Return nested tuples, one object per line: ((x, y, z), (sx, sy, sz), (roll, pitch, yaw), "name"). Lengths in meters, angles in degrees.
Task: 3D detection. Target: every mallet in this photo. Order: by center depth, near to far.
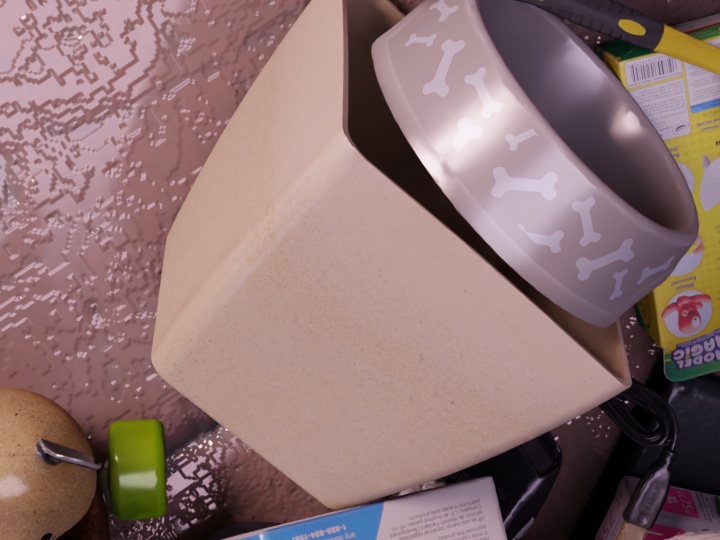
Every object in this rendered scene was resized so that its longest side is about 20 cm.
((0.165, -0.129, 1.125), (0.199, 0.041, 0.066), (25, 99, -27), "mallet")

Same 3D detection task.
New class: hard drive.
((0.239, 0.147, 1.306), (0.199, 0.033, 0.140), (20, 104, -19), "hard drive")

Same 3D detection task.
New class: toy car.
((-0.179, 0.125, 1.093), (0.163, 0.200, 0.159), (-3, 71, -5), "toy car")

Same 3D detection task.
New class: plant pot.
((0.000, 0.000, 1.117), (0.177, 0.200, 0.200), (-40, 115, 21), "plant pot")

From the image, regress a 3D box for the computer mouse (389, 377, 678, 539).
((0.097, 0.131, 1.233), (0.140, 0.046, 0.201), (31, 94, 19), "computer mouse")

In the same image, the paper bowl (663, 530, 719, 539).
((0.186, 0.243, 1.192), (0.199, 0.104, 0.203), (-6, 103, -28), "paper bowl")

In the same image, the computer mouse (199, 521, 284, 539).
((-0.101, 0.202, 1.236), (0.199, 0.053, 0.139), (-36, 130, 9), "computer mouse")

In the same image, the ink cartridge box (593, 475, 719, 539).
((0.226, 0.197, 1.279), (0.198, 0.042, 0.120), (12, 119, -17), "ink cartridge box")

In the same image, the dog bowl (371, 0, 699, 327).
((0.095, -0.067, 1.093), (0.059, 0.201, 0.200), (-40, 115, 22), "dog bowl")

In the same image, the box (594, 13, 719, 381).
((0.207, -0.042, 1.222), (0.116, 0.048, 0.202), (-14, 110, -8), "box")

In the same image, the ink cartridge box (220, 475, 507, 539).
((0.016, 0.224, 1.133), (0.145, 0.084, 0.202), (-9, 83, -30), "ink cartridge box")
